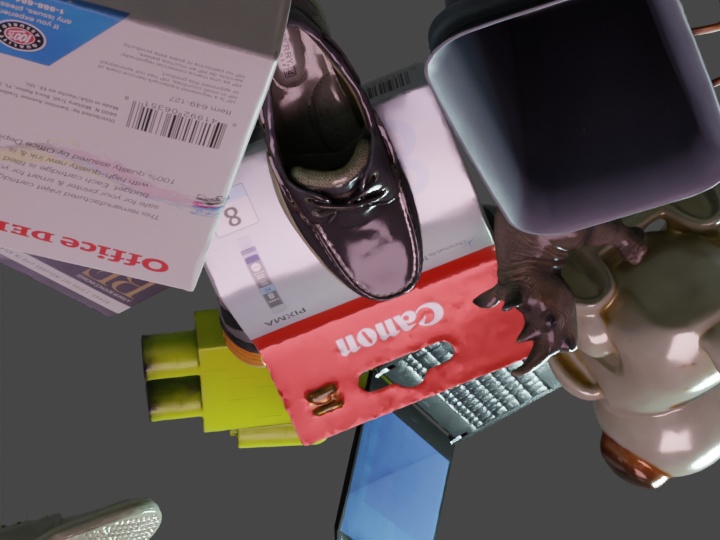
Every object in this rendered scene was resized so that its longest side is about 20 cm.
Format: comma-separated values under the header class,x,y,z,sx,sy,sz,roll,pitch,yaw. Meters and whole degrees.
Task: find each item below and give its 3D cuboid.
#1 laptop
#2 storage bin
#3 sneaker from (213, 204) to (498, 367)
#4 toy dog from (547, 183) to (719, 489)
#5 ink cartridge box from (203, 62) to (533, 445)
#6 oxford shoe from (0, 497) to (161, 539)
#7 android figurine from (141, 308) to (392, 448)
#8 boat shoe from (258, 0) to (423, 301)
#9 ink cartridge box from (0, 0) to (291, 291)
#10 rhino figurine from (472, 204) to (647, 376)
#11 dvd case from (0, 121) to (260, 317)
class,x,y,z,sx,sy,sz,roll,pitch,yaw
laptop,0.079,0.117,1.505,0.200,0.104,0.177,-29,152,9
storage bin,0.112,-0.133,1.118,0.145,0.135,0.200,-17,149,13
sneaker,0.002,0.001,1.365,0.199,0.078,0.077,-19,140,5
toy dog,0.194,0.045,1.375,0.139,0.194,0.200,-41,148,-19
ink cartridge box,0.000,0.000,1.278,0.160,0.047,0.201,-22,111,5
oxford shoe,-0.249,0.213,1.685,0.199,0.058,0.075,-24,143,-4
android figurine,-0.048,0.067,1.504,0.199,0.041,0.182,-3,149,-6
boat shoe,-0.017,-0.061,1.190,0.072,0.065,0.201,-20,117,2
ink cartridge box,-0.120,-0.113,1.056,0.147,0.145,0.200,14,145,-9
rhino figurine,0.119,-0.035,1.257,0.087,0.201,0.060,20,179,-27
dvd case,-0.125,-0.038,1.330,0.200,0.016,0.149,-26,146,26
